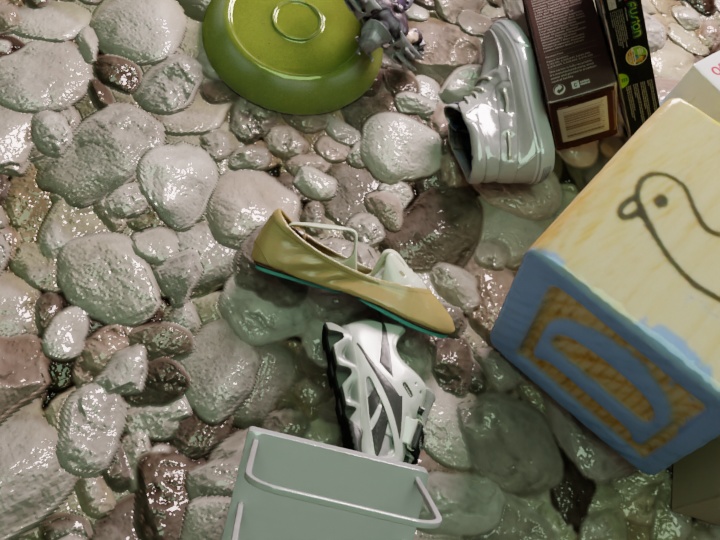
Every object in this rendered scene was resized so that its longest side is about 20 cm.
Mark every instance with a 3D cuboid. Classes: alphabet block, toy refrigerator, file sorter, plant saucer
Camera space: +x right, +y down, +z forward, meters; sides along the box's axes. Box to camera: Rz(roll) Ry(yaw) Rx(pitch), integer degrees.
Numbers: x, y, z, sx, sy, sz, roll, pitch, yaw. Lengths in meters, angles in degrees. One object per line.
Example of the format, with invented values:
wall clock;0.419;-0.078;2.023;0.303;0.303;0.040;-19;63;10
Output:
alphabet block;0.253;0.019;0.653;0.195;0.197;0.200;40;70;15
toy refrigerator;0.340;0.155;0.625;0.075;0.200;0.071;16;62;-3
file sorter;-0.034;0.229;0.514;0.137;0.125;0.203;14;88;-5
plant saucer;-0.069;-0.258;0.826;0.197;0.031;0.202;5;65;-10

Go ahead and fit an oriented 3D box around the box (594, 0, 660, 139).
box;0.269;-0.227;0.785;0.034;0.201;0.111;-15;43;18

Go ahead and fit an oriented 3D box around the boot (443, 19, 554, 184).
boot;0.133;-0.180;0.810;0.094;0.074;0.202;-4;62;-10

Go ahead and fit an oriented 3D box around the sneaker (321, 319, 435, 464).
sneaker;0.027;0.132;0.640;0.087;0.074;0.202;-6;67;-12

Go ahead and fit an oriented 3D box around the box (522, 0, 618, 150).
box;0.221;-0.245;0.833;0.074;0.100;0.202;-14;66;14

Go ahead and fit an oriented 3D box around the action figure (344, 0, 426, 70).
action figure;0.035;-0.294;0.824;0.130;0.069;0.201;49;51;-37

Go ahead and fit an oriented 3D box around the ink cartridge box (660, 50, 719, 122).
ink cartridge box;0.441;-0.147;0.840;0.144;0.088;0.201;-27;69;-31

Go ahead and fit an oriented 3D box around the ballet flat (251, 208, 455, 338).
ballet flat;0.000;0.000;0.693;0.198;0.069;0.064;21;96;-2
